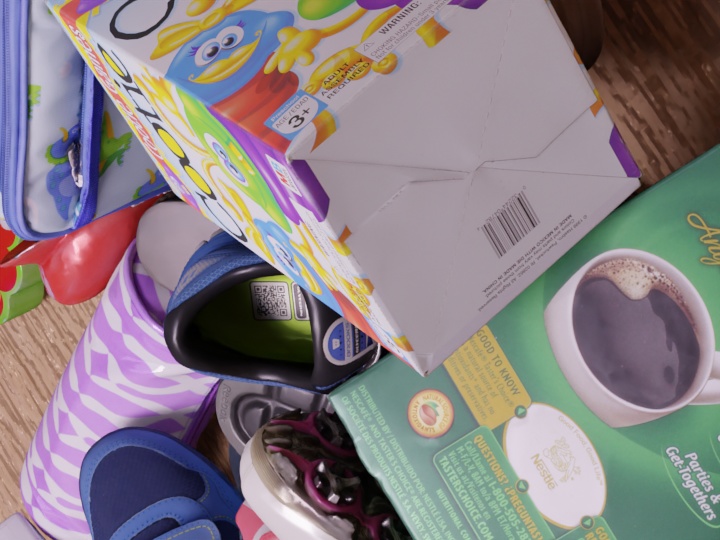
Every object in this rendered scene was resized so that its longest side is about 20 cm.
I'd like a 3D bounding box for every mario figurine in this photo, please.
[{"bbox_3d":[-0.166,-0.079,1.025,0.105,0.123,0.201,-6,102,37],"label":"mario figurine"}]

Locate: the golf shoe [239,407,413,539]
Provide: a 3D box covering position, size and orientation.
[{"bbox_3d":[0.018,0.134,0.839,0.092,0.073,0.200,-36,117,25],"label":"golf shoe"}]

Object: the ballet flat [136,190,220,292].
[{"bbox_3d":[0.000,0.000,0.912,0.199,0.046,0.068,12,111,21],"label":"ballet flat"}]

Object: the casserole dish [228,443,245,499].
[{"bbox_3d":[0.018,0.129,0.993,0.200,0.039,0.122,41,136,26],"label":"casserole dish"}]

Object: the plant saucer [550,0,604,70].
[{"bbox_3d":[0.010,-0.141,0.778,0.200,0.029,0.200,48,170,11],"label":"plant saucer"}]

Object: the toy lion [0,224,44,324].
[{"bbox_3d":[-0.248,-0.060,1.180,0.191,0.069,0.201,-14,100,44],"label":"toy lion"}]

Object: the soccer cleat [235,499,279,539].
[{"bbox_3d":[0.000,0.176,0.944,0.076,0.067,0.201,37,155,49],"label":"soccer cleat"}]

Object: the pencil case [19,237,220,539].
[{"bbox_3d":[-0.106,0.065,1.060,0.086,0.084,0.200,50,139,19],"label":"pencil case"}]

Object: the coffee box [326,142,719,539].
[{"bbox_3d":[0.102,0.042,0.757,0.199,0.044,0.123,-34,83,15],"label":"coffee box"}]

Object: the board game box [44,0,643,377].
[{"bbox_3d":[-0.012,-0.065,0.772,0.200,0.105,0.103,33,161,54],"label":"board game box"}]

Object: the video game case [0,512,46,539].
[{"bbox_3d":[-0.101,0.232,1.116,0.200,0.023,0.183,44,168,33],"label":"video game case"}]

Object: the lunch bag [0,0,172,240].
[{"bbox_3d":[-0.104,-0.118,0.893,0.082,0.160,0.201,35,133,31],"label":"lunch bag"}]

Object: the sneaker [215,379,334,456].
[{"bbox_3d":[0.040,0.071,0.913,0.199,0.079,0.076,26,127,13],"label":"sneaker"}]

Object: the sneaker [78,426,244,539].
[{"bbox_3d":[-0.072,0.156,0.969,0.074,0.082,0.201,-32,72,8],"label":"sneaker"}]

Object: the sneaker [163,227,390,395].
[{"bbox_3d":[0.016,0.017,0.831,0.199,0.089,0.079,-7,107,17],"label":"sneaker"}]
